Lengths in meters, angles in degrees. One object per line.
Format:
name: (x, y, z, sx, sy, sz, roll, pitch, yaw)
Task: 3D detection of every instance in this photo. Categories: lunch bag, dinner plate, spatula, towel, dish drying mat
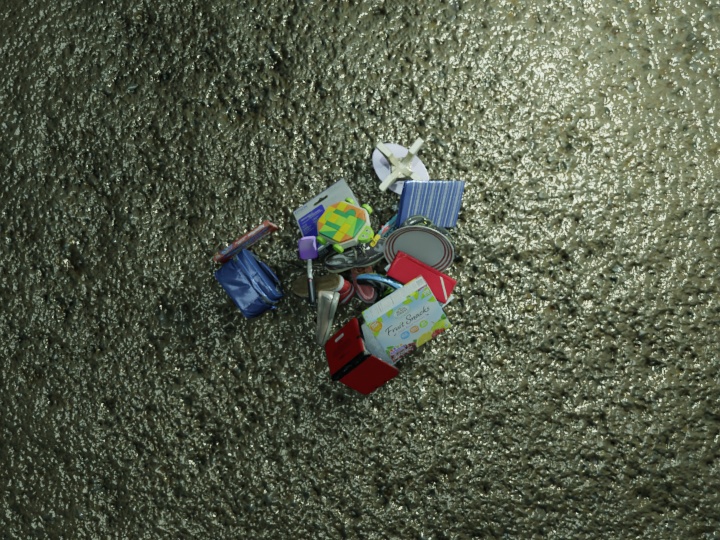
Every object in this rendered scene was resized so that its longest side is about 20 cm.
lunch bag: (-0.319, 0.040, 1.546, 0.132, 0.136, 0.201, -40, 85, 4)
dinner plate: (0.161, -0.055, 1.435, 0.197, 0.202, 0.025, 10, 51, 6)
spatula: (-0.144, 0.005, 1.473, 0.055, 0.021, 0.204, -5, 85, 4)
towel: (0.200, -0.190, 1.489, 0.197, 0.024, 0.147, -3, 119, -22)
dish drying mat: (0.174, 0.021, 1.455, 0.198, 0.018, 0.078, 27, 99, -15)

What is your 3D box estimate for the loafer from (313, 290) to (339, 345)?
loafer: (-0.110, 0.136, 1.520, 0.062, 0.072, 0.202, 17, 127, 0)

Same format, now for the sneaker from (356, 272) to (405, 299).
sneaker: (0.077, 0.063, 1.480, 0.197, 0.071, 0.084, 22, 98, -1)

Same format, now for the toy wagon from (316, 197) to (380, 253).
toy wagon: (-0.031, -0.123, 1.443, 0.198, 0.040, 0.156, 25, 73, 36)

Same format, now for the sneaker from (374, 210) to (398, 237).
sneaker: (0.118, -0.121, 1.536, 0.200, 0.079, 0.096, -44, 87, 3)

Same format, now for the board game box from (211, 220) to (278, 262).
board game box: (-0.348, -0.085, 1.569, 0.198, 0.103, 0.020, -33, 87, 4)

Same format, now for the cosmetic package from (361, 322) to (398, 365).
cosmetic package: (0.096, 0.181, 1.543, 0.200, 0.052, 0.151, -42, 83, 3)

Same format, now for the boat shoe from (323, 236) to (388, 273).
boat shoe: (-0.011, -0.045, 1.462, 0.197, 0.065, 0.073, -17, 82, 4)

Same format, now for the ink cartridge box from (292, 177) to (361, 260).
ink cartridge box: (-0.090, -0.156, 1.550, 0.196, 0.043, 0.201, -32, 51, 7)

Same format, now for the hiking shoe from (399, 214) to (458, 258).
hiking shoe: (0.202, -0.093, 1.468, 0.198, 0.101, 0.076, 14, 122, -34)

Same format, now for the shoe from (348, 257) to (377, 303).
shoe: (0.000, 0.000, 1.537, 0.070, 0.091, 0.204, -15, 87, 5)

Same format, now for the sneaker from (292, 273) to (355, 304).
sneaker: (-0.107, 0.058, 1.561, 0.198, 0.112, 0.072, -4, 68, 37)

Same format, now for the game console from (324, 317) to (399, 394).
game console: (0.000, 0.253, 1.509, 0.117, 0.200, 0.175, 4, 58, -34)

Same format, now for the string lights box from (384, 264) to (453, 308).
string lights box: (0.173, 0.037, 1.535, 0.103, 0.059, 0.201, -42, 85, 6)

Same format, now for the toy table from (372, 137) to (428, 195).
toy table: (0.117, -0.302, 1.523, 0.198, 0.117, 0.186, 29, 92, 5)

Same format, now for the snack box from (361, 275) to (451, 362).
snack box: (0.129, 0.136, 1.443, 0.198, 0.068, 0.170, -32, 121, 3)
